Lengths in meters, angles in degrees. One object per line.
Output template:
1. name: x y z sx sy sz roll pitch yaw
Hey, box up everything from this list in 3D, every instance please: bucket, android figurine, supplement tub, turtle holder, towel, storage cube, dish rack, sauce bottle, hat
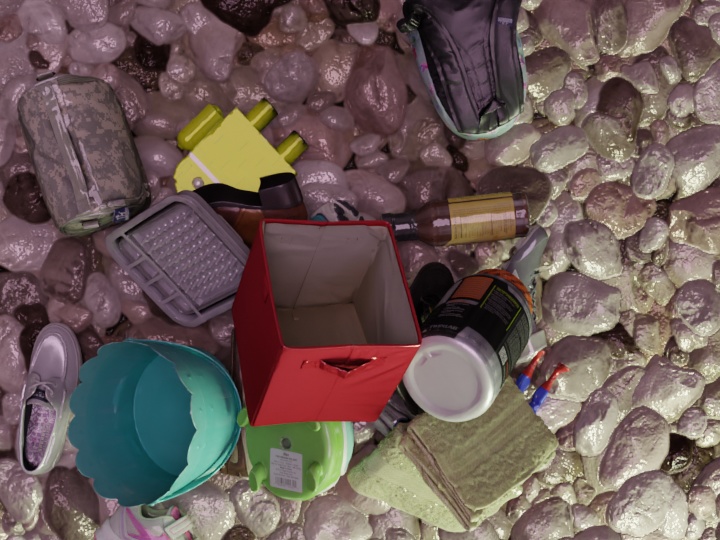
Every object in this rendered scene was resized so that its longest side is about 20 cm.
1. bucket: -0.257 0.188 1.463 0.204 0.134 0.211 0 91 25
2. android figurine: -0.170 -0.132 1.545 0.200 0.041 0.182 -42 90 -3
3. supplement tub: 0.137 0.084 1.398 0.121 0.200 0.124 12 121 22
4. turtle holder: -0.078 0.195 1.476 0.140 0.131 0.188 -29 82 30
5. towel: 0.096 0.274 1.485 0.198 0.037 0.149 27 129 -18
6. storage cube: -0.048 0.066 1.357 0.168 0.181 0.203 0 55 -20
7. towel: 0.149 0.214 1.425 0.199 0.036 0.149 -32 82 -37
8. dish rack: -0.221 -0.019 1.478 0.172 0.199 0.044 49 46 -17
9. sauce bottle: 0.126 -0.066 1.536 0.196 0.065 0.066 -5 89 1
10. hat: 0.059 0.084 1.466 0.080 0.200 0.205 5 89 25

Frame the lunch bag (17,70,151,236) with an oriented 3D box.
1. lunch bag: -0.361 -0.146 1.479 0.137 0.168 0.203 -19 90 -1

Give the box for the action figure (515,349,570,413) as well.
1. action figure: 0.205 0.202 1.519 0.065 0.099 0.202 33 92 1

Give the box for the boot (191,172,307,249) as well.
1. boot: -0.146 -0.020 1.521 0.185 0.069 0.203 -12 117 3

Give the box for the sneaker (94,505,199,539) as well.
1. sneaker: -0.250 0.364 1.517 0.198 0.081 0.089 30 91 -1

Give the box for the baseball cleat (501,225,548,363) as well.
1. baseball cleat: 0.217 0.045 1.514 0.106 0.069 0.202 34 111 20

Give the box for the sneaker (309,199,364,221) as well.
1. sneaker: 0.000 0.000 1.539 0.079 0.077 0.201 -30 97 32

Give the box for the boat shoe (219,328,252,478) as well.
1. boat shoe: -0.169 0.176 1.526 0.073 0.075 0.206 -3 90 5

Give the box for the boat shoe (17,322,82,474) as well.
1. boat shoe: -0.421 0.171 1.524 0.071 0.069 0.204 14 89 0

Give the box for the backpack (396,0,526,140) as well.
1. backpack: 0.151 -0.275 1.508 0.164 0.127 0.203 -16 90 11

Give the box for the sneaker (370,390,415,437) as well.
1. sneaker: 0.028 0.174 1.520 0.199 0.087 0.075 38 91 1
